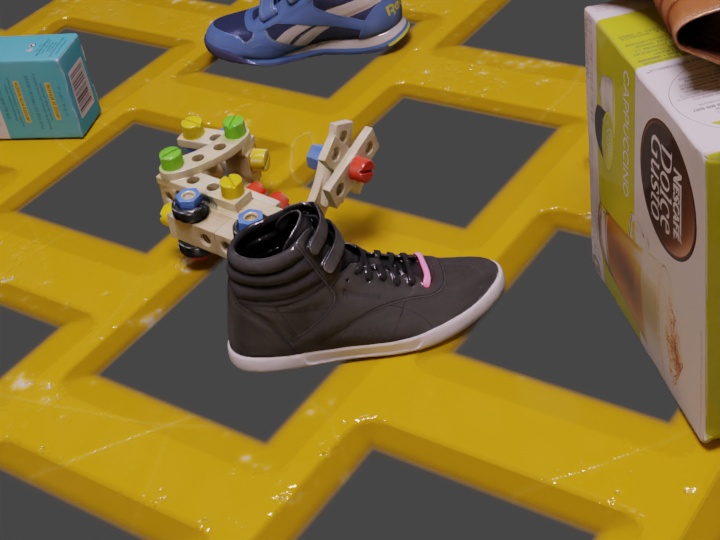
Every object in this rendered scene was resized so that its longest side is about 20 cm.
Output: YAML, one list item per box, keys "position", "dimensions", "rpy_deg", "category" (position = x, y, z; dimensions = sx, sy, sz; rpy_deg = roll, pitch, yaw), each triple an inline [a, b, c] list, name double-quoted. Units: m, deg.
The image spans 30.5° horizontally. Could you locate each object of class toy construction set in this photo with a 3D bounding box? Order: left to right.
- position: [-0.077, -0.061, 1.003]
  dimensions: [0.198, 0.093, 0.131]
  rpy_deg: [6, 38, 40]
  category: "toy construction set"

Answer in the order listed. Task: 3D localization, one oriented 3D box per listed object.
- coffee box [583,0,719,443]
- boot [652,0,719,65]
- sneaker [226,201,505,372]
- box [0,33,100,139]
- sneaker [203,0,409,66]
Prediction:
- position: [0.260, -0.053, 0.795]
  dimensions: [0.197, 0.202, 0.199]
  rpy_deg: [-13, 35, -4]
  category: "coffee box"
- position: [0.178, -0.166, 0.742]
  dimensions: [0.197, 0.074, 0.156]
  rpy_deg: [-3, 40, 19]
  category: "boot"
- position: [0.000, 0.000, 0.882]
  dimensions: [0.197, 0.100, 0.071]
  rpy_deg: [-12, 34, -4]
  category: "sneaker"
- position: [-0.346, -0.168, 1.218]
  dimensions: [0.197, 0.083, 0.049]
  rpy_deg: [0, 37, 16]
  category: "box"
- position: [-0.055, -0.247, 1.246]
  dimensions: [0.197, 0.083, 0.074]
  rpy_deg: [-8, 37, 8]
  category: "sneaker"
